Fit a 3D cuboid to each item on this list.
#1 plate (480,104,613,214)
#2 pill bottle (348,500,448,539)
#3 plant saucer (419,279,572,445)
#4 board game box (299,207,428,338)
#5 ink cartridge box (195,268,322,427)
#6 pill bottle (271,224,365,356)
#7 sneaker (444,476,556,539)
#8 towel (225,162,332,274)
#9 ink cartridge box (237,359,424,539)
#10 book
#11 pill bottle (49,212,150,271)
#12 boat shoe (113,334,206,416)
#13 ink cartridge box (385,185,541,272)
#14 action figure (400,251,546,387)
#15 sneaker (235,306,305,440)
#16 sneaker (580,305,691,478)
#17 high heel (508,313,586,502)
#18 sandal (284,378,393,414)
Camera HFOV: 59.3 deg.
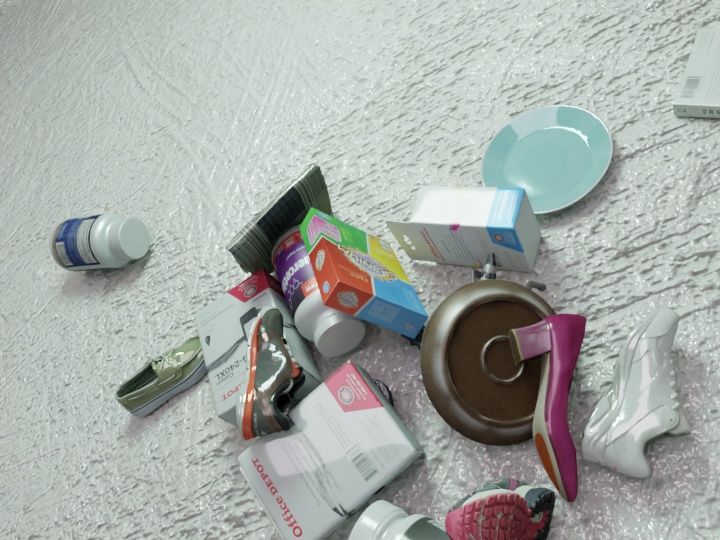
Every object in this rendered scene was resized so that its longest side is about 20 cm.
[{"bbox_3d":[0.280,-0.165,0.960,0.196,0.026,0.204,-14,55,21],"label":"plate"},{"bbox_3d":[0.083,0.344,0.696,0.197,0.114,0.115,17,70,36],"label":"pill bottle"},{"bbox_3d":[0.171,0.110,0.772,0.195,0.032,0.205,1,81,-6],"label":"plant saucer"},{"bbox_3d":[0.000,0.000,0.905,0.041,0.151,0.201,-56,30,21],"label":"board game box"},{"bbox_3d":[-0.163,0.123,0.986,0.144,0.084,0.202,-33,50,7],"label":"ink cartridge box"},{"bbox_3d":[-0.063,0.029,0.979,0.111,0.113,0.202,-33,50,7],"label":"pill bottle"},{"bbox_3d":[0.139,0.262,0.667,0.074,0.199,0.082,10,82,37],"label":"sneaker"},{"bbox_3d":[-0.127,-0.074,1.029,0.034,0.200,0.193,42,81,12],"label":"towel"},{"bbox_3d":[-0.038,0.242,0.824,0.199,0.083,0.146,-40,70,2],"label":"ink cartridge box"},{"bbox_3d":[0.547,-0.266,0.857,0.197,0.048,0.136,16,72,37],"label":"book"},{"bbox_3d":[-0.535,-0.059,1.308,0.196,0.111,0.113,-4,59,28],"label":"pill bottle"},{"bbox_3d":[-0.328,0.173,1.074,0.199,0.062,0.072,-41,50,0],"label":"boat shoe"},{"bbox_3d":[0.148,-0.062,0.912,0.196,0.115,0.069,6,63,32],"label":"ink cartridge box"},{"bbox_3d":[0.129,0.076,0.847,0.198,0.105,0.195,19,67,38],"label":"action figure"},{"bbox_3d":[-0.110,0.135,0.843,0.080,0.078,0.203,-2,47,5],"label":"sneaker"},{"bbox_3d":[0.330,0.141,0.716,0.098,0.078,0.203,23,83,31],"label":"sneaker"},{"bbox_3d":[0.240,0.151,0.721,0.094,0.067,0.205,-12,81,-3],"label":"high heel"},{"bbox_3d":[-0.045,0.215,0.904,0.196,0.043,0.078,-16,66,9],"label":"sandal"}]
